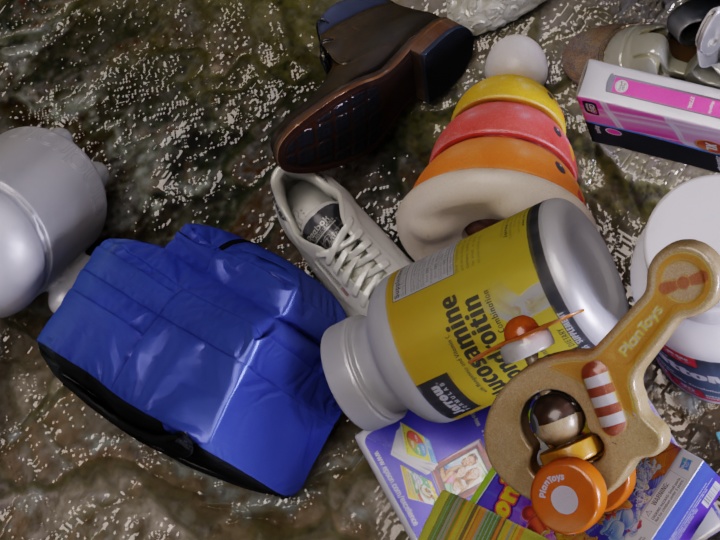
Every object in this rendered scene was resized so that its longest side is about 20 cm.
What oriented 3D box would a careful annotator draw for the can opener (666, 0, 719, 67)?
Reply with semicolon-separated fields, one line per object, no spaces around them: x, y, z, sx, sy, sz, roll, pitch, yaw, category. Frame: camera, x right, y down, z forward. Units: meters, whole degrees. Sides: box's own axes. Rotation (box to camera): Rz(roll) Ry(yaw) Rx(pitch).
0.315;-0.199;1.246;0.199;0.054;0.067;-20;49;-21;can opener

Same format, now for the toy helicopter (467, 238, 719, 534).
0.147;0.056;1.069;0.132;0.079;0.200;43;112;16;toy helicopter

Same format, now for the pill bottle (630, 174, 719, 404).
0.243;0.012;1.156;0.119;0.200;0.120;-5;71;14;pill bottle

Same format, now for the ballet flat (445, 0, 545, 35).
0.146;-0.258;1.343;0.199;0.072;0.072;-31;67;5;ballet flat

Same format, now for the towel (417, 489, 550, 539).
0.110;0.215;1.105;0.199;0.018;0.086;21;82;40;towel

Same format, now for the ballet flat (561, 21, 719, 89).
0.242;-0.152;1.280;0.199;0.067;0.068;15;78;20;ballet flat

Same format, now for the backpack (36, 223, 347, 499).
-0.119;0.056;1.270;0.199;0.163;0.168;21;74;33;backpack

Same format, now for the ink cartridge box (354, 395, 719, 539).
0.127;0.153;1.228;0.199;0.043;0.199;-32;68;6;ink cartridge box

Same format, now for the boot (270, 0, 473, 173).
-0.014;-0.147;1.330;0.200;0.075;0.097;-34;52;-30;boot

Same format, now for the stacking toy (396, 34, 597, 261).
0.108;-0.097;1.283;0.145;0.146;0.201;-1;58;15;stacking toy

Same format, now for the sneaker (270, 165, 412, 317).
0.000;0.000;1.294;0.076;0.081;0.200;-43;68;-2;sneaker

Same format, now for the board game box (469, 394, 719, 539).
0.130;0.187;1.148;0.134;0.045;0.201;29;82;41;board game box

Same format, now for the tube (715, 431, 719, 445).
0.307;0.191;1.169;0.077;0.050;0.201;-17;64;7;tube

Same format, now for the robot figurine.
-0.270;-0.037;1.320;0.169;0.200;0.113;40;125;-2;robot figurine

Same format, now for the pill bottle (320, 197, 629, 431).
0.076;0.038;1.187;0.199;0.112;0.113;-26;67;24;pill bottle

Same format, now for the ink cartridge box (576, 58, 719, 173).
0.258;-0.100;1.244;0.199;0.095;0.037;14;77;19;ink cartridge box
